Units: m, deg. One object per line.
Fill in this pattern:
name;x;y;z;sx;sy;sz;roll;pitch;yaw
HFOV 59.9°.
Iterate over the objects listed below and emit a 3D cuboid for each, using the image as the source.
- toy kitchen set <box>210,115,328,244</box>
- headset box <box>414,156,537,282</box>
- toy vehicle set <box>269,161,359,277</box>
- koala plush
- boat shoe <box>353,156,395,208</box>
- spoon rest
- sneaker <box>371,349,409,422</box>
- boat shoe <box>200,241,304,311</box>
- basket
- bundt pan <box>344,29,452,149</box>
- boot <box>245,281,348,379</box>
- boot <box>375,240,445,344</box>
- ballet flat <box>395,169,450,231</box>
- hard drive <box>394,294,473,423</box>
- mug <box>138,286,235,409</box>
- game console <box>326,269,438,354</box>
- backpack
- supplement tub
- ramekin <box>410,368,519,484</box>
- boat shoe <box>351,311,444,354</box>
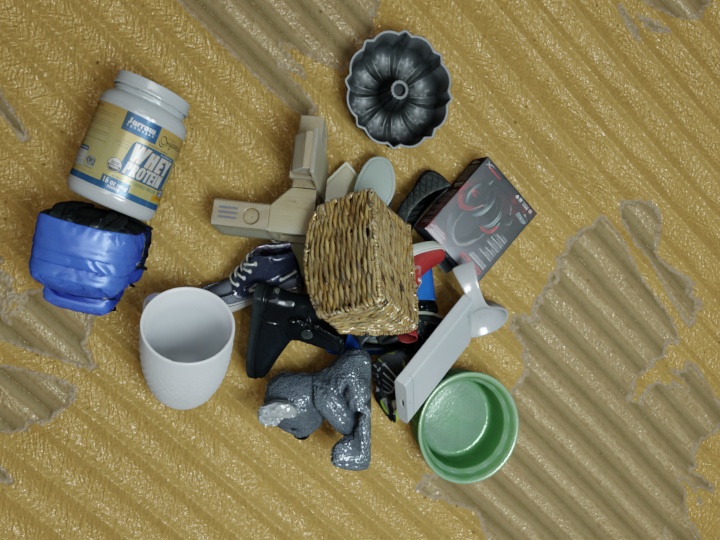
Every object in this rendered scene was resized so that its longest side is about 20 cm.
toy kitchen set;-0.150;-0.168;1.041;0.175;0.163;0.206;6;79;3
headset box;0.207;-0.085;1.169;0.149;0.075;0.200;44;84;-12
toy vehicle set;-0.056;-0.083;1.139;0.200;0.026;0.125;-44;100;-6
koala plush;-0.078;0.224;1.080;0.194;0.178;0.189;1;104;1
boat shoe;0.020;-0.099;1.109;0.074;0.060;0.205;11;75;7
spoon rest;0.215;0.068;1.144;0.097;0.062;0.201;-22;138;10
sneaker;0.070;0.193;1.119;0.080;0.202;0.074;-37;64;-23
boat shoe;-0.197;0.008;1.074;0.195;0.075;0.095;-14;128;-14
basket;0.000;0.000;0.999;0.140;0.148;0.205;-16;63;25
bundt pan;0.062;-0.317;1.125;0.196;0.076;0.208;-1;93;-11
boot;-0.106;0.120;1.066;0.164;0.077;0.204;13;122;1
boot;0.088;0.043;1.061;0.197;0.073;0.145;-27;62;-20
ballet flat;0.101;-0.104;1.124;0.056;0.067;0.202;23;64;17
hard drive;0.129;0.153;1.075;0.026;0.134;0.200;28;59;27
mug;-0.302;0.124;1.033;0.146;0.177;0.200;-27;62;-37
game console;0.033;0.055;1.155;0.194;0.120;0.174;3;128;-17
backpack;-0.419;-0.018;0.980;0.158;0.200;0.173;9;91;-12
supplement tub;-0.369;-0.199;1.008;0.142;0.145;0.205;22;89;-12
ramekin;0.188;0.282;1.174;0.194;0.098;0.206;-1;94;-12
boat shoe;0.077;0.115;1.093;0.194;0.067;0.076;10;124;-23
